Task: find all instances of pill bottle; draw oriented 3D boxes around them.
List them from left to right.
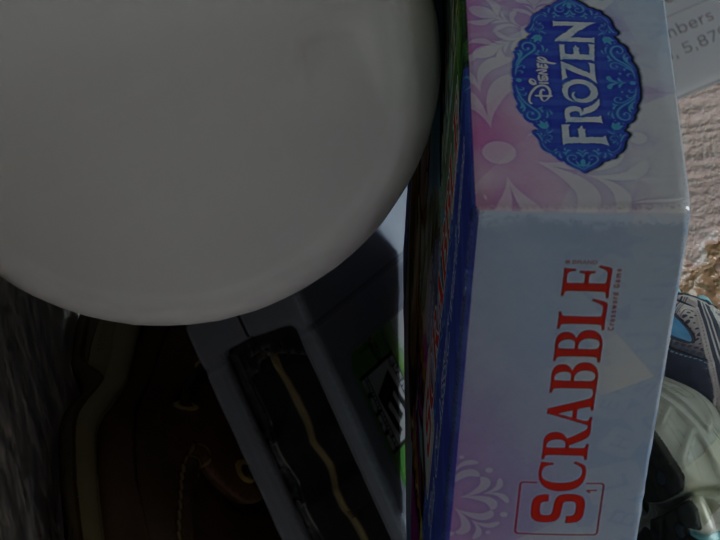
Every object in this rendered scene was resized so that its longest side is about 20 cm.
[{"bbox_3d":[-0.043,-0.078,0.618,0.200,0.112,0.113,-95,176,-66],"label":"pill bottle"}]

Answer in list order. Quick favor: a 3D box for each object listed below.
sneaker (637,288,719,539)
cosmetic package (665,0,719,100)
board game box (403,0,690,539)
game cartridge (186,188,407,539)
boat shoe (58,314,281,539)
[{"bbox_3d":[0.092,0.041,0.885,0.200,0.086,0.078,-130,-143,-53],"label":"sneaker"},{"bbox_3d":[0.085,-0.181,0.758,0.200,0.164,0.165,58,21,-29],"label":"cosmetic package"},{"bbox_3d":[0.034,-0.007,0.604,0.200,0.041,0.201,-90,-178,-47],"label":"board game box"},{"bbox_3d":[0.017,0.058,0.740,0.201,0.040,0.133,66,17,-6],"label":"game cartridge"},{"bbox_3d":[-0.041,0.060,0.732,0.200,0.067,0.072,-96,177,-66],"label":"boat shoe"}]
